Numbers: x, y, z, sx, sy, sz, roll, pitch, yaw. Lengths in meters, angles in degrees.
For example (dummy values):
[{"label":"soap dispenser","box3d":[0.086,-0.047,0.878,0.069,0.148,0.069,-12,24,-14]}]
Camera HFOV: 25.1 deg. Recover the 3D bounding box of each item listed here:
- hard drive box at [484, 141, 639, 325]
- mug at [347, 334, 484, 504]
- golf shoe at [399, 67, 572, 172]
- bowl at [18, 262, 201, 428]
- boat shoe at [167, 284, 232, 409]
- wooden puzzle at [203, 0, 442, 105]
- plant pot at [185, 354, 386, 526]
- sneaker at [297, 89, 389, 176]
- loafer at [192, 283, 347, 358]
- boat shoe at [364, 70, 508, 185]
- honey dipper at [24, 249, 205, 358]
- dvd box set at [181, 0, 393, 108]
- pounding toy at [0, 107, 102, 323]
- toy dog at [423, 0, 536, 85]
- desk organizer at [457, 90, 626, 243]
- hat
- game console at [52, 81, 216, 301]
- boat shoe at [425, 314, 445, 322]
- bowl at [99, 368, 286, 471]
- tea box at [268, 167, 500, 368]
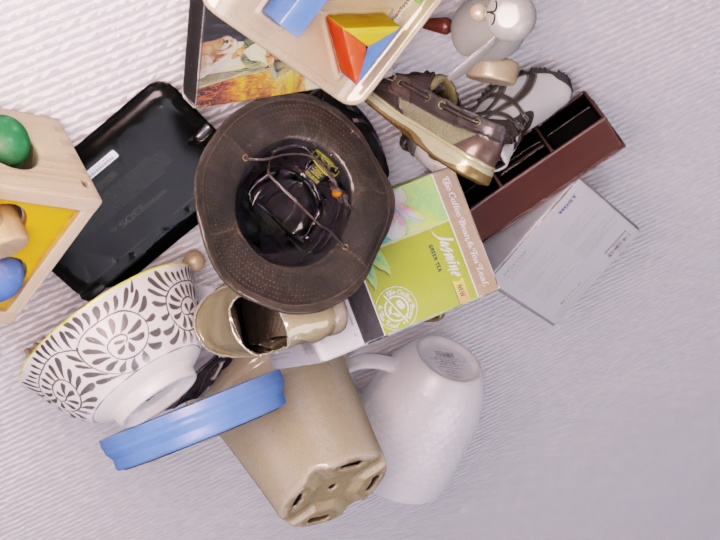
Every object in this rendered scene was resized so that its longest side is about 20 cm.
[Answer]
[{"label":"hard drive box","box3d":[0.211,-0.039,1.843,0.156,0.077,0.200,-49,148,7]},{"label":"mug","box3d":[0.049,0.166,1.975,0.200,0.148,0.176,17,122,-15]},{"label":"golf shoe","box3d":[0.141,-0.140,1.643,0.200,0.095,0.078,-22,147,-20]},{"label":"bowl","box3d":[-0.220,0.090,1.564,0.201,0.094,0.201,-35,168,-8]},{"label":"boat shoe","box3d":[-0.164,0.080,1.704,0.068,0.072,0.200,-9,147,-34]},{"label":"wooden puzzle","box3d":[-0.007,-0.243,1.335,0.185,0.046,0.200,-52,136,8]},{"label":"plant pot","box3d":[-0.069,0.177,1.821,0.200,0.184,0.201,-23,148,-15]},{"label":"sneaker","box3d":[-0.026,-0.136,1.497,0.076,0.088,0.200,-38,149,11]},{"label":"loafer","box3d":[-0.097,0.041,1.471,0.068,0.076,0.200,-19,-176,-41]},{"label":"boat shoe","box3d":[0.063,-0.147,1.467,0.065,0.200,0.073,-55,143,8]},{"label":"honey dipper","box3d":[-0.242,0.038,1.614,0.200,0.038,0.038,-34,150,-5]},{"label":"dvd box set","box3d":[-0.052,-0.219,1.378,0.200,0.029,0.147,-12,130,-30]},{"label":"pounding toy","box3d":[-0.317,-0.049,1.306,0.184,0.142,0.200,7,132,-48]},{"label":"toy dog","box3d":[0.103,-0.226,1.449,0.096,0.132,0.200,6,162,1]},{"label":"desk organizer","box3d":[0.172,-0.115,1.718,0.200,0.072,0.077,-35,152,8]},{"label":"hat","box3d":[-0.072,-0.052,1.420,0.200,0.201,0.081,-11,172,-32]},{"label":"game console","box3d":[-0.203,-0.075,1.496,0.200,0.116,0.176,-39,119,11]},{"label":"boat shoe","box3d":[0.074,0.031,1.847,0.200,0.072,0.072,-7,142,-38]},{"label":"bowl","box3d":[-0.170,0.156,1.674,0.200,0.039,0.201,-21,178,-1]},{"label":"tea box","box3d":[0.000,0.000,1.598,0.196,0.134,0.200,-23,-178,-16]}]
